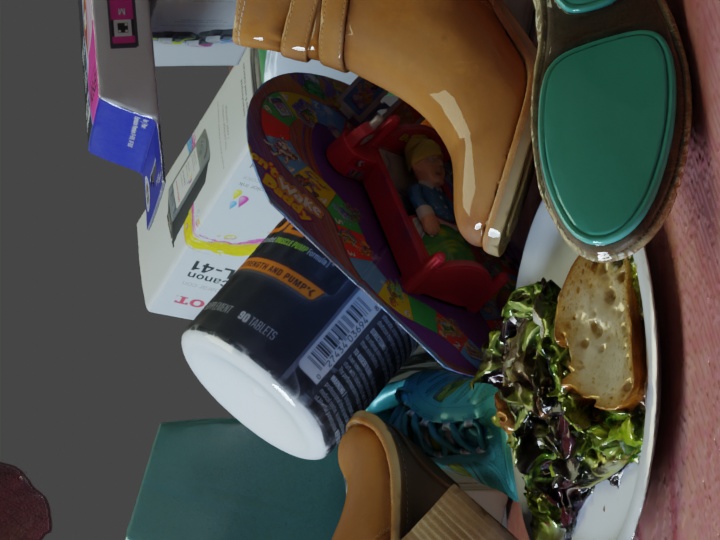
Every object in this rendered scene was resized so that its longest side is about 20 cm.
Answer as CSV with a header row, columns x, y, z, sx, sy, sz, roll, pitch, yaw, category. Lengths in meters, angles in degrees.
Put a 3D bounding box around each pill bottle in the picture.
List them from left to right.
x,y,z,sx,sy,sz,roll,pitch,yaw,category
0.000,0.000,1.244,0.200,0.106,0.106,-50,-9,-20,pill bottle

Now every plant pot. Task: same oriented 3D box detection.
x,y,z,sx,sy,sz,roll,pitch,yaw,category
-0.054,0.183,1.499,0.141,0.199,0.142,104,180,-65,plant pot

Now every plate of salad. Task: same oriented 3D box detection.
x,y,z,sx,sy,sz,roll,pitch,yaw,category
0.089,0.049,1.011,0.200,0.048,0.201,-179,90,-76,plate of salad

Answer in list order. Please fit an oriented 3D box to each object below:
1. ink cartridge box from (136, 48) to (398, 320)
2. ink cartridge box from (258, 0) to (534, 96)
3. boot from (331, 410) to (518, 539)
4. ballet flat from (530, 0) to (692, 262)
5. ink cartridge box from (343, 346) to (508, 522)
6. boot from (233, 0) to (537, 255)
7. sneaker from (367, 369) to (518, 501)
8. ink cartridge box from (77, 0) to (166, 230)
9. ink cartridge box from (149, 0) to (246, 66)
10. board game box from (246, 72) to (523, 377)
x,y,z,sx,sy,sz,roll,pitch,yaw,category
-0.046,-0.048,1.505,0.200,0.147,0.086,-55,32,42,ink cartridge box
0.010,-0.197,1.263,0.088,0.145,0.200,98,168,-47,ink cartridge box
-0.006,0.162,1.120,0.077,0.155,0.200,43,178,-29,boot
0.106,-0.090,0.929,0.065,0.070,0.201,43,-138,-61,ballet flat
0.033,0.087,1.392,0.147,0.083,0.200,97,168,-53,ink cartridge box
0.014,-0.110,1.089,0.077,0.155,0.201,73,-159,-83,boot
0.056,0.088,1.200,0.200,0.079,0.078,-178,86,-75,sneaker
-0.128,-0.128,1.167,0.095,0.037,0.201,126,137,-73,ink cartridge box
-0.094,-0.183,1.240,0.200,0.068,0.116,144,125,-76,ink cartridge box
0.031,-0.035,1.134,0.039,0.200,0.158,-44,5,28,board game box
